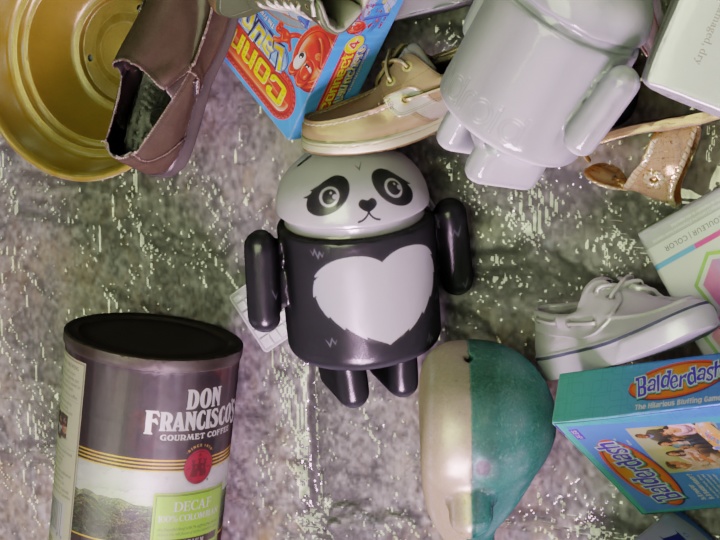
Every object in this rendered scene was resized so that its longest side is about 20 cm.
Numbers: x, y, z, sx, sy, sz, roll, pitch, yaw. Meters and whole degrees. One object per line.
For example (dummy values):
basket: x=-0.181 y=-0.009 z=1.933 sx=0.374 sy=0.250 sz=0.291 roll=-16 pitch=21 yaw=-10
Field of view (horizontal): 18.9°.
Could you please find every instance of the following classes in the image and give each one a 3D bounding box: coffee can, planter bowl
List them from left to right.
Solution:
planter bowl: x=-0.210 y=-0.177 z=1.765 sx=0.199 sy=0.083 sz=0.202 roll=4 pitch=100 yaw=26
coffee can: x=-0.177 y=0.149 z=1.765 sx=0.146 sy=0.146 sz=0.201 roll=12 pitch=104 yaw=23

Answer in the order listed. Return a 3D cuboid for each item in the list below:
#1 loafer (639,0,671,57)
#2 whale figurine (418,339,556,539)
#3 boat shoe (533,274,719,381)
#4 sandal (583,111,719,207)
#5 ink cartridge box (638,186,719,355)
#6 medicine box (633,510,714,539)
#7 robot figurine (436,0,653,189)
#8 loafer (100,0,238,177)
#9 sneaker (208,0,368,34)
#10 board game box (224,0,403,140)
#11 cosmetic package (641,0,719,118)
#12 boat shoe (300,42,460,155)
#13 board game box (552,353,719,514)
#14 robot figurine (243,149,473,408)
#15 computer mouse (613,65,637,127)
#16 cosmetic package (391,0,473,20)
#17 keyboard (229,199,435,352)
loafer: x=0.206 y=-0.217 z=1.576 sx=0.063 sy=0.072 sz=0.201 roll=-22 pitch=83 yaw=43
whale figurine: x=0.097 y=0.147 z=1.646 sx=0.103 sy=0.159 sz=0.201 roll=-3 pitch=122 yaw=1
boat shoe: x=0.184 y=0.036 z=1.577 sx=0.200 sy=0.073 sz=0.066 roll=-21 pitch=85 yaw=57
sandal: x=0.230 y=-0.083 z=1.574 sx=0.211 sy=0.078 sz=0.070 roll=-19 pitch=91 yaw=20
ink cartridge box: x=0.297 y=0.033 z=1.567 sx=0.104 sy=0.059 sz=0.201 roll=-30 pitch=85 yaw=26
medicine box: x=0.236 y=0.288 z=1.557 sx=0.182 sy=0.200 sz=0.103 roll=42 pitch=115 yaw=14
robot figurine: x=0.131 y=-0.153 z=1.513 sx=0.170 sy=0.113 sz=0.201 roll=48 pitch=121 yaw=36
loafer: x=-0.146 y=-0.164 z=1.647 sx=0.073 sy=0.071 sz=0.201 roll=20 pitch=106 yaw=28
sneaker: x=-0.039 y=-0.205 z=1.531 sx=0.200 sy=0.067 sz=0.090 roll=-30 pitch=73 yaw=46
board game box: x=-0.054 y=-0.239 z=1.638 sx=0.200 sy=0.056 sz=0.196 roll=51 pitch=134 yaw=27
cosmetic package: x=0.308 y=-0.163 z=1.435 sx=0.199 sy=0.167 sz=0.167 roll=22 pitch=97 yaw=3
boat shoe: x=0.046 y=-0.139 z=1.618 sx=0.199 sy=0.074 sz=0.067 roll=-17 pitch=112 yaw=-6
board game box: x=0.259 y=0.116 z=1.543 sx=0.199 sy=0.152 sz=0.045 roll=-9 pitch=54 yaw=32
robot figurine: x=-0.001 y=0.001 z=1.659 sx=0.124 sy=0.150 sz=0.201 roll=7 pitch=112 yaw=32
computer mouse: x=0.163 y=-0.203 z=1.616 sx=0.058 sy=0.034 sz=0.201 roll=-16 pitch=84 yaw=18
cosmetic package: x=0.057 y=-0.294 z=1.620 sx=0.106 sy=0.090 sz=0.201 roll=-9 pitch=97 yaw=27
keyboard: x=-0.019 y=-0.006 z=1.741 sx=0.200 sy=0.011 sz=0.056 roll=-35 pitch=83 yaw=26
